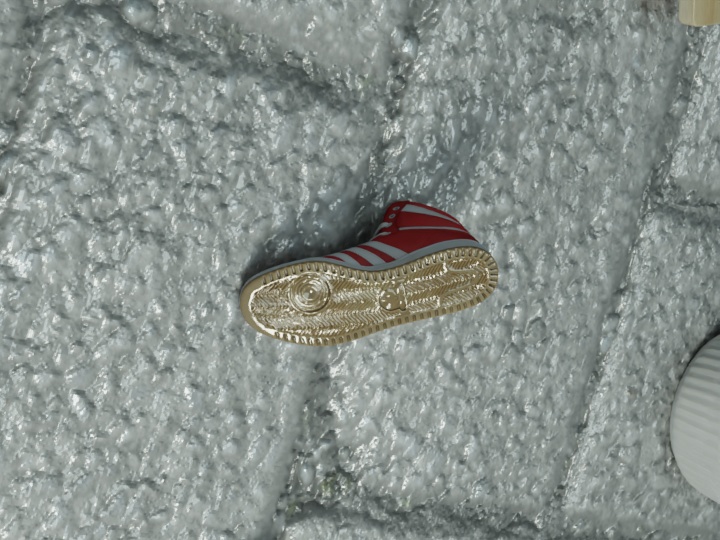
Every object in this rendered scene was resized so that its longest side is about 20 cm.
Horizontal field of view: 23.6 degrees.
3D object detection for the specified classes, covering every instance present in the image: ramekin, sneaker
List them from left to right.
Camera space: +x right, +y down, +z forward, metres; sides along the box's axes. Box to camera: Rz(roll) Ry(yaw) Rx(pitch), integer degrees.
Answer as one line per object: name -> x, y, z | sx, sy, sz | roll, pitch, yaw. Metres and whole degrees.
sneaker -> 0.000, 0.000, 1.358 | 0.199, 0.113, 0.071 | -8, 113, -7
ramekin -> 0.395, 0.148, 1.696 | 0.200, 0.105, 0.201 | -12, 109, -38

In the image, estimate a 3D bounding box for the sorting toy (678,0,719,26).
sorting toy -> 0.342, -0.330, 1.539 | 0.198, 0.070, 0.201 | -12, 111, -37
